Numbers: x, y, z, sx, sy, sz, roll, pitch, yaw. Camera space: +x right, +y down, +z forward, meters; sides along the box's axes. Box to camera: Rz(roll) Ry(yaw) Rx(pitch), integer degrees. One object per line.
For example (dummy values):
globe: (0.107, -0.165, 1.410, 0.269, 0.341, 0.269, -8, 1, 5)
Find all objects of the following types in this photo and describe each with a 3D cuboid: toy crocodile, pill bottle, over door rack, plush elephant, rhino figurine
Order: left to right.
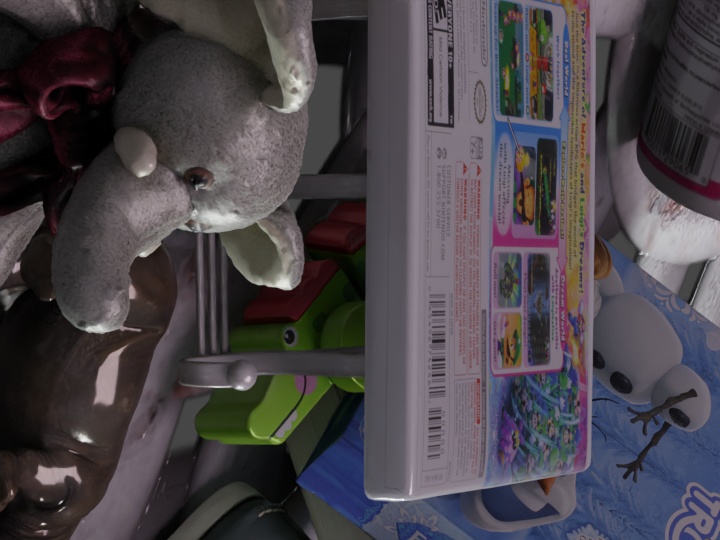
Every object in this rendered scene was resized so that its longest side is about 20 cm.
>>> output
rhino figurine: (-0.120, 0.064, 1.061, 0.087, 0.060, 0.200, -16, 131, -54)
plush elephant: (-0.088, -0.044, 0.899, 0.200, 0.155, 0.165, -47, 151, -27)
toy crocodile: (0.000, 0.000, 1.214, 0.200, 0.067, 0.062, -47, 117, -28)
over door rack: (0.011, -0.034, 1.114, 0.200, 0.066, 0.148, -5, 96, -50)
pill bottle: (0.213, -0.129, 1.424, 0.113, 0.113, 0.200, -26, 137, -51)

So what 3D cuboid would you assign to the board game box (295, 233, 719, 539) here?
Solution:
board game box: (0.096, 0.077, 1.266, 0.043, 0.199, 0.200, -46, -171, 44)

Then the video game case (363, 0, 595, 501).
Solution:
video game case: (0.048, -0.018, 1.106, 0.182, 0.024, 0.201, 0, 90, -65)

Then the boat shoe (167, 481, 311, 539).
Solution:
boat shoe: (-0.088, 0.178, 1.228, 0.200, 0.062, 0.073, -49, 155, -22)

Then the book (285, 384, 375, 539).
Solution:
book: (0.024, 0.154, 1.275, 0.048, 0.200, 0.134, -25, 155, 4)
